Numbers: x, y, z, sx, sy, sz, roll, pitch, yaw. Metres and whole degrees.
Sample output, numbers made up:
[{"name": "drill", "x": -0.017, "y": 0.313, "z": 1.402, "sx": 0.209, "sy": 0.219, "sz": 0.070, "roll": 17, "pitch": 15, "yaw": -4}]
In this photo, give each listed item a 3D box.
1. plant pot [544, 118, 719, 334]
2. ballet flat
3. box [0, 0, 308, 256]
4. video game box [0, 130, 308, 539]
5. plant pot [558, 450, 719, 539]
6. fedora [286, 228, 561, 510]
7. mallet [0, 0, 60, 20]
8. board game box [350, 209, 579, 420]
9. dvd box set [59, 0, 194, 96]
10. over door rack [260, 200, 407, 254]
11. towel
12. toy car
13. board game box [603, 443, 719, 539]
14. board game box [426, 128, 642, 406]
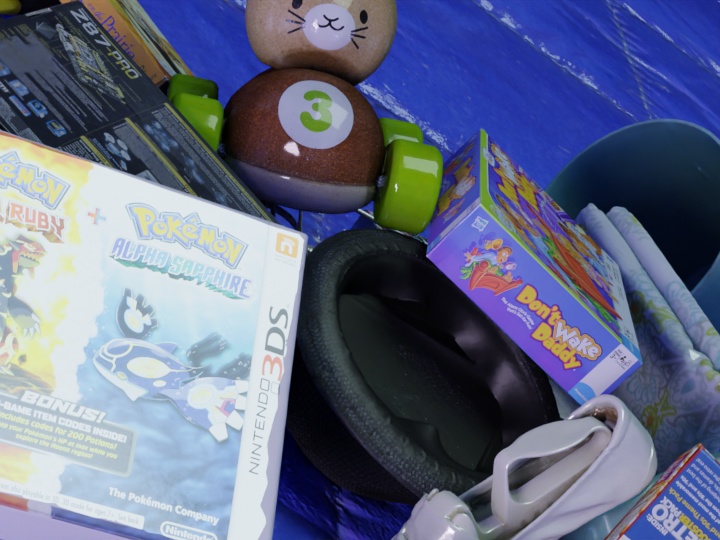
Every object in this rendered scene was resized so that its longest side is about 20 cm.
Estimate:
[{"name": "plant pot", "x": 0.252, "y": 0.006, "z": 1.513, "sx": 0.161, "sy": 0.201, "sz": 0.201, "roll": 39, "pitch": 18, "yaw": -40}, {"name": "ballet flat", "x": 0.069, "y": 0.128, "z": 0.991, "sx": 0.069, "sy": 0.200, "sz": 0.069, "roll": 51, "pitch": -17, "yaw": 23}, {"name": "box", "x": -0.135, "y": -0.049, "z": 1.004, "sx": 0.200, "sy": 0.049, "sz": 0.161, "roll": 48, "pitch": 28, "yaw": 2}, {"name": "video game box", "x": -0.127, "y": 0.038, "z": 0.868, "sx": 0.200, "sy": 0.047, "sz": 0.182, "roll": 18, "pitch": 56, "yaw": -22}, {"name": "plant pot", "x": 0.193, "y": 0.183, "z": 1.105, "sx": 0.200, "sy": 0.141, "sz": 0.141, "roll": 0, "pitch": 68, "yaw": -37}, {"name": "fedora", "x": 0.022, "y": 0.075, "z": 1.101, "sx": 0.201, "sy": 0.092, "sz": 0.201, "roll": 26, "pitch": 45, "yaw": -30}, {"name": "mallet", "x": -0.230, "y": -0.171, "z": 1.257, "sx": 0.066, "sy": 0.041, "sz": 0.200, "roll": 45, "pitch": 18, "yaw": 12}, {"name": "board game box", "x": 0.075, "y": 0.046, "z": 1.324, "sx": 0.135, "sy": 0.035, "sz": 0.200, "roll": 25, "pitch": 22, "yaw": -35}, {"name": "dvd box set", "x": -0.165, "y": -0.167, "z": 1.297, "sx": 0.200, "sy": 0.029, "sz": 0.146, "roll": 53, "pitch": 5, "yaw": 24}, {"name": "over door rack", "x": 0.000, "y": 0.000, "z": 1.218, "sx": 0.200, "sy": 0.067, "sz": 0.148, "roll": 18, "pitch": 21, "yaw": -8}, {"name": "towel", "x": 0.186, "y": 0.075, "z": 1.301, "sx": 0.048, "sy": 0.171, "sz": 0.200, "roll": -8, "pitch": 43, "yaw": -20}, {"name": "toy car", "x": -0.024, "y": -0.142, "z": 1.140, "sx": 0.164, "sy": 0.200, "sz": 0.158, "roll": 11, "pitch": 12, "yaw": -9}, {"name": "board game box", "x": 0.161, "y": 0.214, "z": 0.973, "sx": 0.152, "sy": 0.200, "sz": 0.046, "roll": 44, "pitch": -16, "yaw": 7}, {"name": "board game box", "x": 0.105, "y": -0.006, "z": 1.165, "sx": 0.134, "sy": 0.045, "sz": 0.200, "roll": 44, "pitch": 14, "yaw": -9}]
